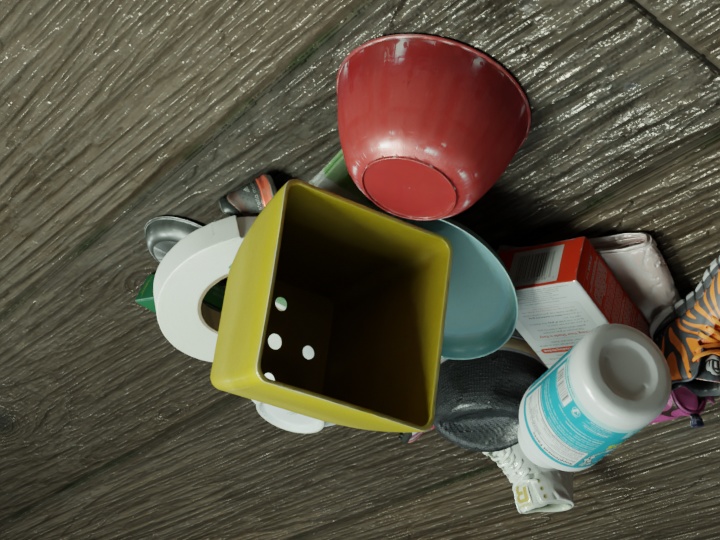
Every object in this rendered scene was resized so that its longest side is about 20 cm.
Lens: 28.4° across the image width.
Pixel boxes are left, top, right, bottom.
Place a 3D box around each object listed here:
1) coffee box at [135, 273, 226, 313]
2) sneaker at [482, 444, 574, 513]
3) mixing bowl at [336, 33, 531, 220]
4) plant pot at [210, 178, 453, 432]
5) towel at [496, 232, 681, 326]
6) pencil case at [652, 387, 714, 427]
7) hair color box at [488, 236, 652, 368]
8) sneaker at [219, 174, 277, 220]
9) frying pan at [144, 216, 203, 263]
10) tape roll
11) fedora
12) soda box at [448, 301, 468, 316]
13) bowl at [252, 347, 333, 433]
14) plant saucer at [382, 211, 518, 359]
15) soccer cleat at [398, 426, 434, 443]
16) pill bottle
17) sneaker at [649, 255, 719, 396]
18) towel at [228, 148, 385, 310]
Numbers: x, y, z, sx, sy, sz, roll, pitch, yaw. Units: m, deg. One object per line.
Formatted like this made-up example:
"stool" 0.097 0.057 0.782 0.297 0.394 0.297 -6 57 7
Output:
"coffee box" -0.197 0.044 1.761 0.122 0.044 0.200 29 165 -18
"sneaker" 0.204 0.250 1.838 0.198 0.117 0.074 21 145 -28
"mixing bowl" 0.059 -0.120 1.380 0.197 0.109 0.201 12 149 8
"plant pot" -0.045 0.055 1.424 0.198 0.203 0.176 19 156 -27
"towel" 0.265 0.032 1.585 0.189 0.033 0.200 -3 142 31
"pencil case" 0.319 0.153 1.700 0.093 0.092 0.199 17 157 -41
"hair color box" 0.236 0.053 1.545 0.110 0.064 0.200 -9 137 35
"sneaker" -0.126 -0.027 1.620 0.081 0.077 0.202 -15 137 -11
"frying pan" -0.182 -0.008 1.748 0.188 0.031 0.115 28 148 -11
"tape roll" -0.132 0.024 1.592 0.200 0.037 0.204 -9 137 -8
"fedora" 0.153 0.153 1.665 0.197 0.092 0.202 4 132 5
"soda box" 0.078 0.043 1.632 0.063 0.069 0.199 42 148 -25
"bowl" -0.081 0.154 1.886 0.198 0.091 0.202 12 148 7
"plant saucer" 0.077 0.011 1.502 0.198 0.028 0.202 18 137 18
"soccer cleat" 0.099 0.178 1.864 0.072 0.069 0.201 12 148 -6
"pill bottle" 0.239 0.145 1.518 0.110 0.112 0.200 22 148 -9
"sneaker" 0.380 0.062 1.473 0.077 0.113 0.200 19 135 -19
"towel" -0.030 -0.036 1.527 0.148 0.031 0.200 30 112 -39
